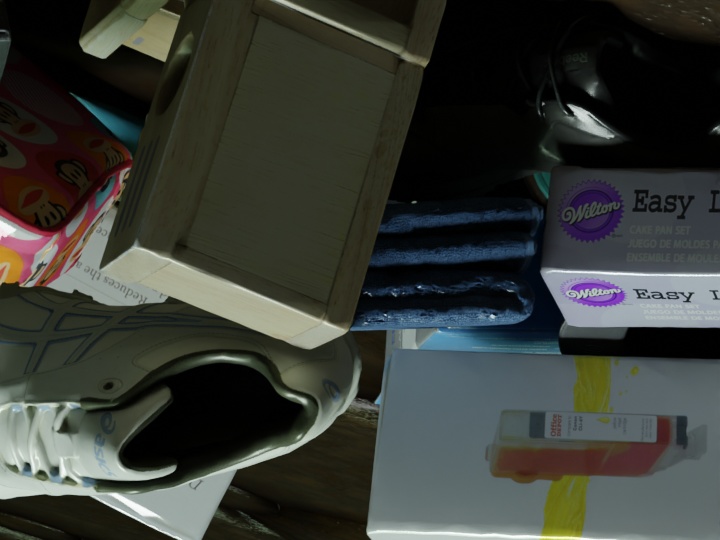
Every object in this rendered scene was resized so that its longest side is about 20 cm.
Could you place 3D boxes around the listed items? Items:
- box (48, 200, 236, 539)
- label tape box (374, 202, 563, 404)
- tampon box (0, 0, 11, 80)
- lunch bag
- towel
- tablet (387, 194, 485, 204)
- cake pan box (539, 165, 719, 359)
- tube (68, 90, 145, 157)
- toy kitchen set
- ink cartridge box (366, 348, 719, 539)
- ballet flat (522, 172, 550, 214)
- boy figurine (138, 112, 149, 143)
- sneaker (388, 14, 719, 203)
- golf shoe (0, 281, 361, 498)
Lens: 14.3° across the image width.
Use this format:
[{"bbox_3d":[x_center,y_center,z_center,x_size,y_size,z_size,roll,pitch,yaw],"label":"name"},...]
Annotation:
[{"bbox_3d":[-0.147,0.026,1.466,0.200,0.131,0.199,28,180,-10],"label":"box"},{"bbox_3d":[0.088,0.018,1.364,0.144,0.064,0.200,1,169,-9],"label":"label tape box"},{"bbox_3d":[-0.210,-0.081,1.011,0.126,0.150,0.200,-2,147,-20],"label":"tampon box"},{"bbox_3d":[-0.197,-0.061,1.253,0.176,0.082,0.200,39,-164,1],"label":"lunch bag"},{"bbox_3d":[0.000,0.000,1.152,0.111,0.049,0.200,-2,179,-11],"label":"towel"},{"bbox_3d":[0.010,-0.028,1.284,0.130,0.014,0.200,-18,170,-15],"label":"tablet"},{"bbox_3d":[0.179,0.018,1.134,0.199,0.052,0.184,2,154,17],"label":"cake pan box"},{"bbox_3d":[-0.084,-0.043,1.457,0.200,0.051,0.077,29,156,-28],"label":"tube"},{"bbox_3d":[-0.088,-0.072,1.033,0.163,0.181,0.200,22,162,-17],"label":"toy kitchen set"},{"bbox_3d":[0.117,0.098,1.174,0.199,0.084,0.145,2,157,17],"label":"ink cartridge box"},{"bbox_3d":[0.163,-0.019,1.204,0.199,0.068,0.068,16,179,3],"label":"ballet flat"},{"bbox_3d":[-0.042,-0.049,1.326,0.124,0.065,0.200,10,169,-9],"label":"boy figurine"},{"bbox_3d":[0.068,-0.069,1.127,0.199,0.076,0.091,5,159,7],"label":"sneaker"},{"bbox_3d":[-0.099,0.047,1.009,0.199,0.079,0.097,-13,-165,5],"label":"golf shoe"}]
